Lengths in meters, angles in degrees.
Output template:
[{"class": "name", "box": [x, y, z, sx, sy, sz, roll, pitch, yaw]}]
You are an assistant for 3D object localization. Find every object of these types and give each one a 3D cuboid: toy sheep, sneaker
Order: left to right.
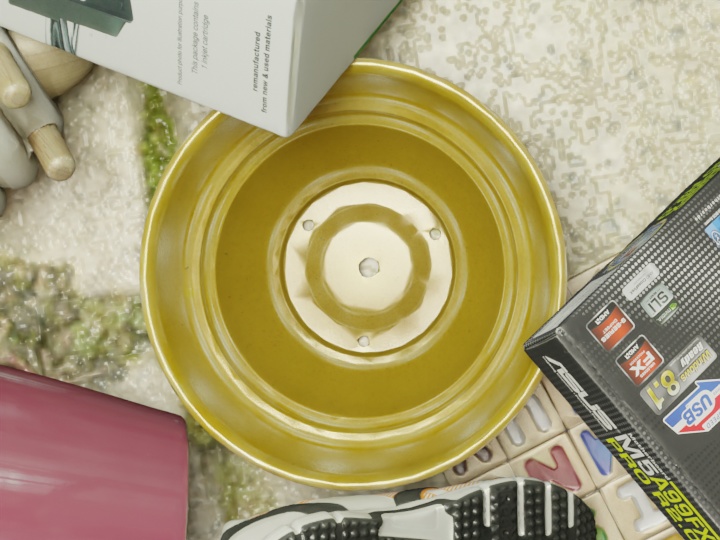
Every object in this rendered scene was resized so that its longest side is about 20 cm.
[{"class": "toy sheep", "box": [-0.215, -0.072, 0.854, 0.200, 0.138, 0.138, -29, 89, -6]}, {"class": "sneaker", "box": [0.023, 0.130, 0.840, 0.199, 0.080, 0.074, 3, 92, -29]}]

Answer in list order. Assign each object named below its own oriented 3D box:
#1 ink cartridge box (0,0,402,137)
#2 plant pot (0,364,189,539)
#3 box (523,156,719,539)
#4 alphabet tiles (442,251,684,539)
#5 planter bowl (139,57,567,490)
[{"class": "ink cartridge box", "box": [-0.086, -0.162, 0.809, 0.199, 0.147, 0.083, 23, 137, 15]}, {"class": "plant pot", "box": [-0.176, 0.126, 0.840, 0.178, 0.200, 0.201, 5, 94, -10]}, {"class": "box", "box": [0.197, 0.029, 0.811, 0.200, 0.044, 0.160, -41, 91, -19]}, {"class": "alphabet tiles", "box": [0.140, 0.079, 0.884, 0.199, 0.008, 0.168, -28, 90, 7]}, {"class": "planter bowl", "box": [0.000, 0.000, 0.857, 0.199, 0.083, 0.201, 0, 94, 7]}]
